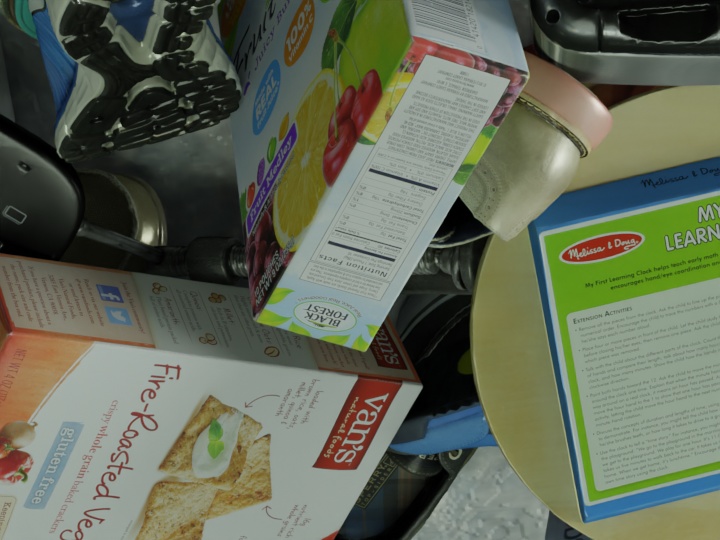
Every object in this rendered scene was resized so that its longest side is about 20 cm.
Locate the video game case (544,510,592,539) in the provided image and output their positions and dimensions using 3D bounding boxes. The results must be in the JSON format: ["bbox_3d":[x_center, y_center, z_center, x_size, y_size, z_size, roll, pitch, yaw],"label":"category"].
[{"bbox_3d":[0.181,0.097,1.088,0.199,0.182,0.023,-17,106,14],"label":"video game case"}]

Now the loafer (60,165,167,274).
[{"bbox_3d":[-0.182,0.009,1.054,0.199,0.076,0.068,-23,168,0],"label":"loafer"}]

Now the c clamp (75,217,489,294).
[{"bbox_3d":[0.000,0.000,1.030,0.199,0.027,0.171,0,172,23],"label":"c clamp"}]

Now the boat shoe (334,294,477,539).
[{"bbox_3d":[0.031,0.078,1.148,0.068,0.057,0.200,20,127,-15],"label":"boat shoe"}]

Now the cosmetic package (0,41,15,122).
[{"bbox_3d":[-0.233,-0.116,0.993,0.150,0.052,0.201,-2,130,1],"label":"cosmetic package"}]

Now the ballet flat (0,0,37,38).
[{"bbox_3d":[-0.102,-0.178,0.929,0.070,0.071,0.200,16,135,-13],"label":"ballet flat"}]

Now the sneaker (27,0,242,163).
[{"bbox_3d":[-0.093,-0.108,0.910,0.078,0.090,0.200,-15,161,-11],"label":"sneaker"}]

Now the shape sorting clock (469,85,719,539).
[{"bbox_3d":[0.142,0.022,0.976,0.199,0.039,0.201,-2,103,-10],"label":"shape sorting clock"}]

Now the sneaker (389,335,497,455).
[{"bbox_3d":[0.103,0.057,1.054,0.199,0.066,0.079,-20,117,17],"label":"sneaker"}]

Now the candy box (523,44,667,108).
[{"bbox_3d":[0.161,-0.033,1.057,0.116,0.057,0.200,-22,125,20],"label":"candy box"}]

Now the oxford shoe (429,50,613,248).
[{"bbox_3d":[0.025,-0.051,0.965,0.071,0.200,0.074,35,81,-19],"label":"oxford shoe"}]

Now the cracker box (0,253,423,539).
[{"bbox_3d":[-0.090,0.071,1.028,0.199,0.058,0.134,8,126,-31],"label":"cracker box"}]

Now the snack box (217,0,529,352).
[{"bbox_3d":[-0.002,-0.090,0.915,0.053,0.201,0.142,15,129,-21],"label":"snack box"}]

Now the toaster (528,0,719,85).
[{"bbox_3d":[0.148,-0.156,0.874,0.180,0.119,0.201,-4,86,3],"label":"toaster"}]

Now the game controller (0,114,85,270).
[{"bbox_3d":[-0.213,-0.052,0.972,0.199,0.042,0.104,30,132,-12],"label":"game controller"}]
